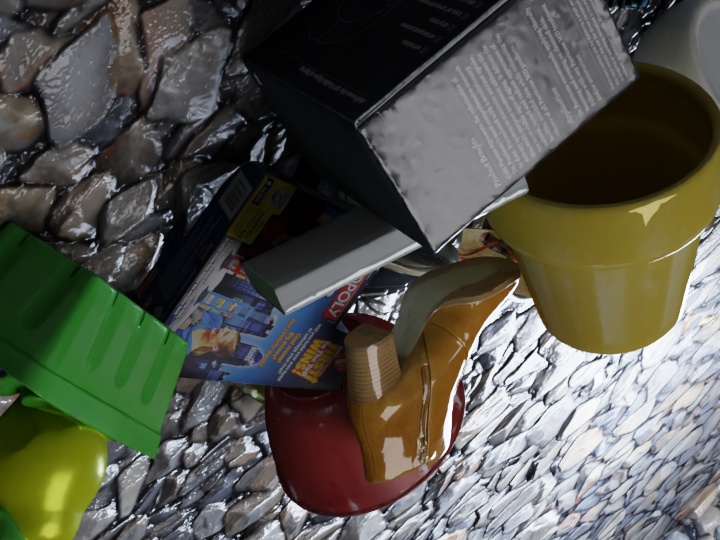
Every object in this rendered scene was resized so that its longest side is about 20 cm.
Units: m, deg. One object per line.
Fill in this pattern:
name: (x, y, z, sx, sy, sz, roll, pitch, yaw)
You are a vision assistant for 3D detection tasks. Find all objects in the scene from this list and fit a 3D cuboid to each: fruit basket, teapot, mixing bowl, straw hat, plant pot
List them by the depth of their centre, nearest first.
fruit basket: (-0.232, 0.098, 1.077, 0.215, 0.155, 0.217, -42, 149, -34)
plant pot: (0.204, -0.042, 1.238, 0.200, 0.200, 0.190, -33, 134, -21)
mixing bowl: (-0.014, 0.113, 1.371, 0.200, 0.200, 0.109, -40, 128, -9)
straw hat: (0.168, -0.041, 1.469, 0.201, 0.199, 0.086, 53, 52, -63)
teapot: (0.337, -0.172, 1.500, 0.199, 0.199, 0.146, 10, 153, -35)

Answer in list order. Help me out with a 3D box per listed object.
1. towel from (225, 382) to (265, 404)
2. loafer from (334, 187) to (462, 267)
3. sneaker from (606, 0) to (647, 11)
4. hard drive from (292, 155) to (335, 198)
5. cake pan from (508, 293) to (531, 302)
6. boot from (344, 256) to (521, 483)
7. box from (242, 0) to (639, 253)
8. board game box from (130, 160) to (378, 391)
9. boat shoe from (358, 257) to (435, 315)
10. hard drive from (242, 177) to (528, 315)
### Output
towel: (-0.071, 0.099, 1.456, 0.086, 0.018, 0.200, -44, 153, 1)
loafer: (0.038, -0.063, 1.269, 0.200, 0.075, 0.070, 43, 62, -63)
sneaker: (0.204, -0.254, 1.274, 0.199, 0.082, 0.073, -36, 154, -14)
hard drive: (0.035, -0.119, 1.282, 0.199, 0.033, 0.140, -11, 138, -47)
cake pan: (0.219, -0.052, 1.624, 0.199, 0.037, 0.201, -33, 151, -21)
boot: (0.067, 0.086, 1.286, 0.200, 0.071, 0.145, -29, 123, -31)
box: (0.053, -0.145, 1.060, 0.196, 0.200, 0.124, -39, 122, -9)
board game box: (-0.068, 0.019, 1.230, 0.199, 0.062, 0.201, 23, 111, -40)
boat shoe: (0.000, 0.000, 1.354, 0.199, 0.075, 0.062, -4, 131, -50)
hard drive: (0.015, -0.030, 1.112, 0.199, 0.027, 0.132, -26, -167, -10)
